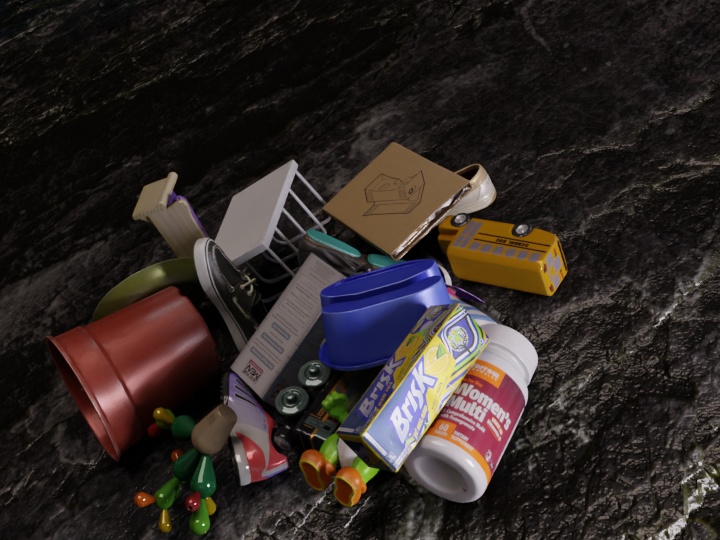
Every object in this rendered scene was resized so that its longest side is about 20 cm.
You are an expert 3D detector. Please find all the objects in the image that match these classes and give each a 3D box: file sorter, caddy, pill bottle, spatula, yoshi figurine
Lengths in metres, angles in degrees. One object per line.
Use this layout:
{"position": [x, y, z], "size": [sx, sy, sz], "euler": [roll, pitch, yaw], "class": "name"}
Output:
{"position": [-0.137, -0.040, 1.715], "size": [0.138, 0.125, 0.202], "euler": [-26, 32, 32], "class": "file sorter"}
{"position": [0.037, 0.066, 1.416], "size": [0.197, 0.107, 0.142], "euler": [-15, 19, 2], "class": "caddy"}
{"position": [0.136, 0.167, 1.331], "size": [0.108, 0.110, 0.201], "euler": [5, 47, 35], "class": "pill bottle"}
{"position": [0.119, 0.006, 1.594], "size": [0.021, 0.056, 0.200], "euler": [-57, 29, 9], "class": "spatula"}
{"position": [0.016, 0.182, 1.356], "size": [0.200, 0.113, 0.112], "euler": [-44, 7, -35], "class": "yoshi figurine"}

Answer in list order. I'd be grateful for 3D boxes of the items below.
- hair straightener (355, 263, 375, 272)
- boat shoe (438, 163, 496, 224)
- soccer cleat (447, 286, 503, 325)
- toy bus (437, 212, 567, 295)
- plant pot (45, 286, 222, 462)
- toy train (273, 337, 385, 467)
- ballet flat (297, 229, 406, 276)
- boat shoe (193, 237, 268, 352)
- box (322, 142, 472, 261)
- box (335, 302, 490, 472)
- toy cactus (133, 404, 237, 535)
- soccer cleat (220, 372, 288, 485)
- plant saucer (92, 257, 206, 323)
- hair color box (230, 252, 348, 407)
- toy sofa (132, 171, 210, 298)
{"position": [0.045, 0.067, 1.537], "size": [0.041, 0.077, 0.201], "euler": [-36, 54, 4], "class": "hair straightener"}
{"position": [0.108, -0.111, 1.718], "size": [0.197, 0.070, 0.074], "euler": [-22, 36, 5], "class": "boat shoe"}
{"position": [0.110, 0.068, 1.501], "size": [0.086, 0.070, 0.199], "euler": [-46, 39, -15], "class": "soccer cleat"}
{"position": [0.193, -0.024, 1.566], "size": [0.198, 0.066, 0.079], "euler": [12, 52, 39], "class": "toy bus"}
{"position": [-0.314, 0.134, 1.588], "size": [0.194, 0.203, 0.200], "euler": [-31, 36, -21], "class": "plant pot"}
{"position": [-0.029, 0.167, 1.461], "size": [0.113, 0.086, 0.200], "euler": [20, 52, 28], "class": "toy train"}
{"position": [0.000, 0.000, 1.632], "size": [0.197, 0.069, 0.068], "euler": [19, 18, 0], "class": "ballet flat"}
{"position": [-0.174, 0.034, 1.601], "size": [0.063, 0.202, 0.071], "euler": [-15, 29, 21], "class": "boat shoe"}
{"position": [0.053, -0.109, 1.683], "size": [0.163, 0.021, 0.199], "euler": [-43, 39, -10], "class": "box"}
{"position": [0.062, 0.133, 1.284], "size": [0.201, 0.064, 0.070], "euler": [-52, 19, -22], "class": "box"}
{"position": [-0.224, 0.236, 1.442], "size": [0.166, 0.101, 0.201], "euler": [-51, 34, 22], "class": "toy cactus"}
{"position": [-0.148, 0.209, 1.500], "size": [0.072, 0.069, 0.201], "euler": [-8, 34, -10], "class": "soccer cleat"}
{"position": [-0.311, 0.053, 1.696], "size": [0.198, 0.200, 0.031], "euler": [-29, 68, -4], "class": "plant saucer"}
{"position": [-0.085, 0.087, 1.546], "size": [0.201, 0.060, 0.099], "euler": [-54, 40, -2], "class": "hair color box"}
{"position": [-0.265, -0.054, 1.764], "size": [0.096, 0.201, 0.083], "euler": [-17, 36, 21], "class": "toy sofa"}
